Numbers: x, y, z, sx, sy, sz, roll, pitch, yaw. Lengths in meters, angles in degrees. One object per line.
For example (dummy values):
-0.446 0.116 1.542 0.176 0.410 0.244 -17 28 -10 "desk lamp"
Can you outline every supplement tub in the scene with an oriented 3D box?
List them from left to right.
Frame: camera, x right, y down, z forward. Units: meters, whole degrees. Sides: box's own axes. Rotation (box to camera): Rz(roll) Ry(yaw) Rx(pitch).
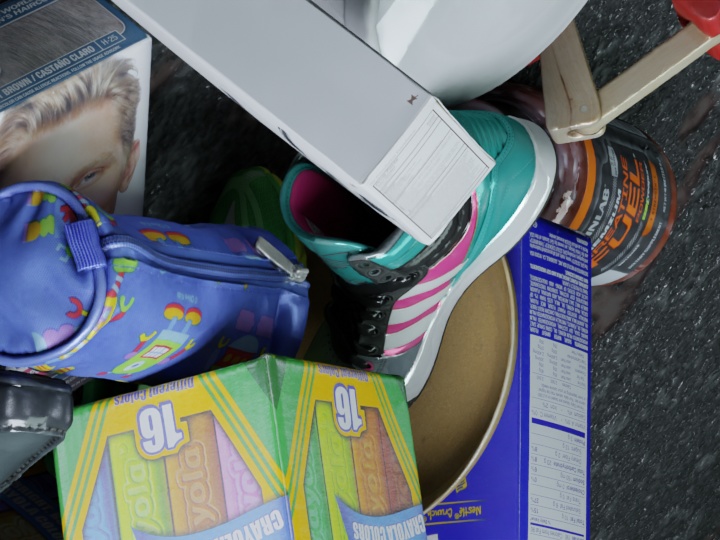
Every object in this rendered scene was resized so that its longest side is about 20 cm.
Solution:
0.102 -0.050 1.337 0.107 0.107 0.200 -57 152 13 "supplement tub"

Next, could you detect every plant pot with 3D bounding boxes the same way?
0.007 0.043 1.204 0.027 0.200 0.200 17 110 -47 "plant pot"

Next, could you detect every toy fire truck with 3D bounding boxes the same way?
0.099 -0.114 1.215 0.200 0.141 0.049 -48 153 -5 "toy fire truck"

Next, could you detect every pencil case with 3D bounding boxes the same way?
-0.093 0.010 1.012 0.087 0.078 0.200 -30 162 21 "pencil case"

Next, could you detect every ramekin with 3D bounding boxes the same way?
0.044 -0.184 1.097 0.202 0.094 0.203 -37 151 -25 "ramekin"

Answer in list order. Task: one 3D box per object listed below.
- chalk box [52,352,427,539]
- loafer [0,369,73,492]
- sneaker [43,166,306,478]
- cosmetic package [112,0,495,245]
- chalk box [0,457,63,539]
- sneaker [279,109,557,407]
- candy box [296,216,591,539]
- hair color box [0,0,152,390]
-0.045 0.151 1.025 0.124 0.201 0.124 -16 166 27 "chalk box"
-0.186 0.092 1.011 0.068 0.071 0.200 13 155 -35 "loafer"
-0.093 0.035 1.173 0.083 0.074 0.200 30 84 -36 "sneaker"
-0.041 -0.093 0.963 0.051 0.200 0.083 -50 152 -1 "cosmetic package"
-0.161 0.182 1.206 0.200 0.124 0.125 -10 132 -52 "chalk box"
0.000 0.000 1.122 0.121 0.084 0.200 15 115 -46 "sneaker"
0.039 0.082 1.236 0.077 0.169 0.201 18 69 -47 "candy box"
-0.152 -0.024 1.034 0.100 0.060 0.200 -32 147 -33 "hair color box"
